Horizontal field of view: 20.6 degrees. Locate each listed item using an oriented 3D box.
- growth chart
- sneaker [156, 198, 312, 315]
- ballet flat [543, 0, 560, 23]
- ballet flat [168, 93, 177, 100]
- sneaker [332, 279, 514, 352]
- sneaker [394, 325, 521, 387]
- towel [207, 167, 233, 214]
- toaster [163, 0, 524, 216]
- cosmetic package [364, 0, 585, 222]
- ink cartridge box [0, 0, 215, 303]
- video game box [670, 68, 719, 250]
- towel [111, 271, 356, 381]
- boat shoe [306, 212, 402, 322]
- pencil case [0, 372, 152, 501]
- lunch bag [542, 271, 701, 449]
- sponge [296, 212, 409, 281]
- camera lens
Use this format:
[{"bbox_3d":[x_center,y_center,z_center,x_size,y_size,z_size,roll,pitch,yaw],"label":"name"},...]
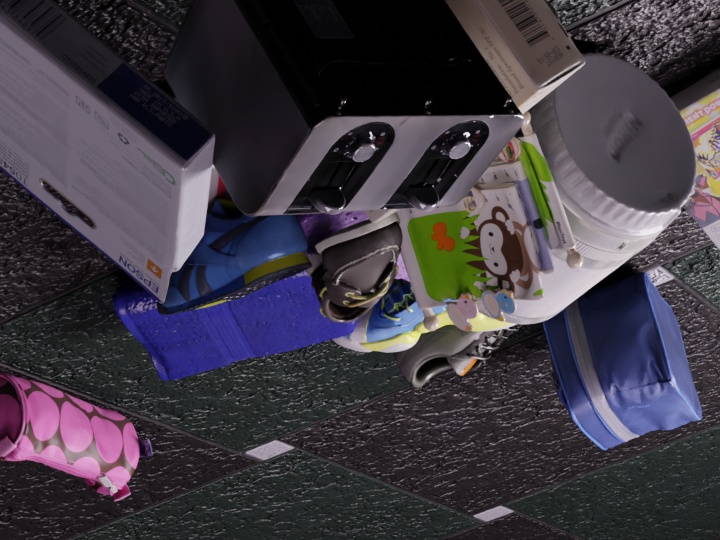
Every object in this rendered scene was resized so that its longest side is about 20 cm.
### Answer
[{"bbox_3d":[0.093,-0.030,1.544,0.018,0.146,0.199,-26,-178,-41],"label":"growth chart"},{"bbox_3d":[-0.112,-0.015,1.652,0.066,0.079,0.199,-16,175,-38],"label":"sneaker"},{"bbox_3d":[0.095,-0.155,1.510,0.063,0.068,0.200,-26,172,-44],"label":"ballet flat"},{"bbox_3d":[-0.103,-0.112,1.474,0.198,0.067,0.057,-17,-169,18],"label":"ballet flat"},{"bbox_3d":[0.061,0.011,1.847,0.198,0.076,0.106,-11,137,-2],"label":"sneaker"},{"bbox_3d":[0.121,0.055,1.937,0.199,0.080,0.074,-24,152,22],"label":"sneaker"},{"bbox_3d":[-0.075,-0.065,1.655,0.198,0.023,0.144,-8,153,-13],"label":"towel"},{"bbox_3d":[-0.019,-0.132,1.327,0.180,0.201,0.119,-4,141,-39],"label":"toaster"},{"bbox_3d":[0.058,-0.132,1.453,0.073,0.104,0.200,-32,175,-47],"label":"cosmetic package"},{"bbox_3d":[-0.188,-0.092,1.359,0.041,0.199,0.200,-46,169,-26],"label":"ink cartridge box"},{"bbox_3d":[0.354,-0.096,1.643,0.199,0.047,0.182,-30,113,35],"label":"video game box"},{"bbox_3d":[-0.111,0.030,1.794,0.198,0.050,0.148,-13,147,7],"label":"towel"},{"bbox_3d":[0.000,0.000,1.595,0.071,0.061,0.201,-17,174,-10],"label":"boat shoe"},{"bbox_3d":[-0.299,0.165,1.956,0.090,0.095,0.199,-24,152,25],"label":"pencil case"},{"bbox_3d":[0.261,0.099,2.028,0.131,0.137,0.200,-18,156,14],"label":"lunch bag"},{"bbox_3d":[0.024,-0.038,1.701,0.199,0.030,0.111,10,144,-41],"label":"sponge"},{"bbox_3d":[0.153,-0.062,1.599,0.159,0.161,0.200,5,151,-33],"label":"camera lens"}]
